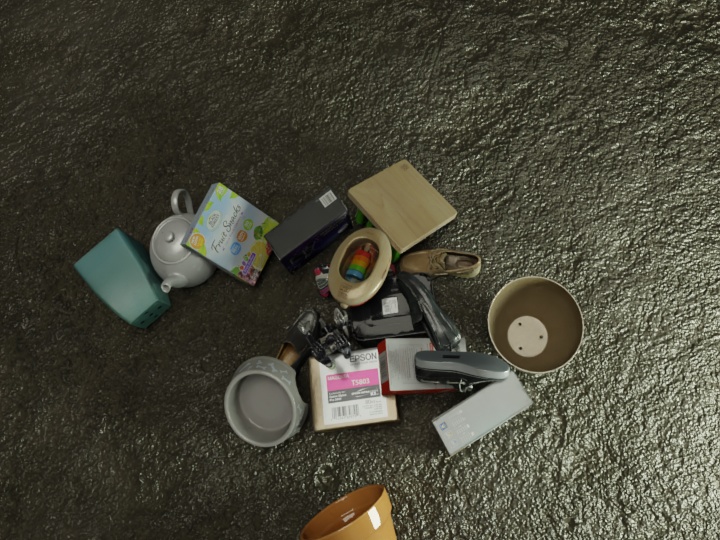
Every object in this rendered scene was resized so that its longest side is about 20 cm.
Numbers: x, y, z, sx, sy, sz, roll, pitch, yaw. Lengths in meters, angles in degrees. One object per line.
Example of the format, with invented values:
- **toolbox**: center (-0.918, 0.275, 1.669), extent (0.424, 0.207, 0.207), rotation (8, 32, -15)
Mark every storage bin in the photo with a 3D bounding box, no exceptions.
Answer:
- **storage bin**: center (0.077, 0.094, 1.374), extent (0.193, 0.094, 0.139), rotation (-8, 72, 5)

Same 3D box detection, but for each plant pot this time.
- **plant pot**: center (-0.007, 0.552, 1.202), extent (0.196, 0.200, 0.143), rotation (-28, 87, -1)
- **plant pot**: center (-0.574, 0.035, 1.476), extent (0.140, 0.142, 0.201), rotation (-39, 78, -5)
- **plant pot**: center (0.371, 0.131, 1.294), extent (0.194, 0.135, 0.207), rotation (-2, 72, 7)

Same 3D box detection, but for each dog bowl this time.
- **dog bowl**: center (-0.216, 0.299, 1.326), extent (0.194, 0.059, 0.207), rotation (2, 101, 12)

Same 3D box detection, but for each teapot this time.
- **teapot**: center (-0.448, -0.066, 1.479), extent (0.197, 0.146, 0.200), rotation (-44, 71, -7)

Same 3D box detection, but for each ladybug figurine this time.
- **ladybug figurine**: center (0.000, 0.000, 1.331), extent (0.133, 0.073, 0.203), rotation (19, 65, 21)

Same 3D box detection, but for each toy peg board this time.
- **toy peg board**: center (0.093, -0.137, 1.445), extent (0.197, 0.099, 0.201), rotation (-31, 69, -30)

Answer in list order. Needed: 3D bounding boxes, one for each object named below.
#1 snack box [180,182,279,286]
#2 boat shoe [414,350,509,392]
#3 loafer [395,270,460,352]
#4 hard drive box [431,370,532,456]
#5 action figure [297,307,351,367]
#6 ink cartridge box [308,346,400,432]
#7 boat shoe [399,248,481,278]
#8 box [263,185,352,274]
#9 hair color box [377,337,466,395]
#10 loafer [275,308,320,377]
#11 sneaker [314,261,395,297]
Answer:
- **snack box**: center (-0.311, -0.086, 1.444), extent (0.198, 0.067, 0.172), rotation (32, 76, -28)
- **boat shoe**: center (0.205, 0.212, 1.211), extent (0.193, 0.074, 0.070), rotation (1, 109, 14)
- **loafer**: center (0.135, 0.090, 1.281), extent (0.070, 0.068, 0.202), rotation (-34, 74, -12)
- **hard drive box**: center (0.251, 0.305, 1.247), extent (0.197, 0.156, 0.078), rotation (-32, 70, -2)
- **action figure**: center (-0.072, 0.140, 1.322), extent (0.116, 0.200, 0.104), rotation (-24, 102, -4)
- **ink cartridge box**: center (-0.013, 0.270, 1.342), extent (0.194, 0.075, 0.170), rotation (-10, 72, 6)
- **boat shoe**: center (0.188, -0.023, 1.408), extent (0.193, 0.065, 0.074), rotation (-1, 72, 8)
- **box**: center (-0.122, -0.094, 1.437), extent (0.198, 0.141, 0.080), rotation (-37, 78, -4)
- **hair color box**: center (0.139, 0.210, 1.302), extent (0.194, 0.064, 0.114), rotation (2, 70, -18)
- **loafer**: center (-0.152, 0.179, 1.393), extent (0.071, 0.072, 0.205), rotation (19, 76, 15)
- **sneaker**: center (-0.011, 0.013, 1.430), extent (0.193, 0.081, 0.077), rotation (-7, 100, 7)
